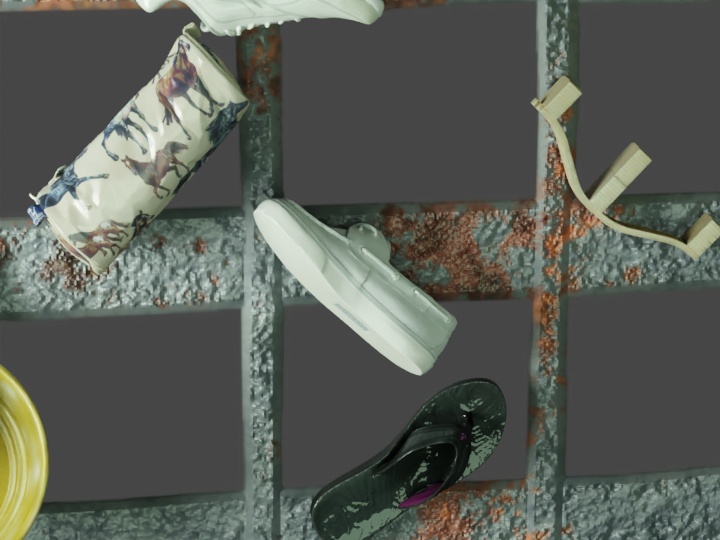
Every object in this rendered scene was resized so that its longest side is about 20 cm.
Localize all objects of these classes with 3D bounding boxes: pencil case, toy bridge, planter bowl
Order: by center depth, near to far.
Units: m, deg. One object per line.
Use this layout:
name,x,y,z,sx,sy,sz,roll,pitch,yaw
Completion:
pencil case,-0.172,-0.097,1.699,0.089,0.078,0.200,44,96,10
planter bowl,-0.353,0.161,1.724,0.200,0.083,0.201,3,74,-13
toy bridge,0.213,-0.076,1.795,0.200,0.027,0.067,41,97,-17

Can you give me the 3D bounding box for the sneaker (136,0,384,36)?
sneaker,-0.081,-0.218,1.680,0.199,0.075,0.081,14,97,-5

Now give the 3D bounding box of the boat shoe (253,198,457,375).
boat shoe,0.000,0.000,1.765,0.200,0.072,0.069,42,74,-11

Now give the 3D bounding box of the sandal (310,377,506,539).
sandal,0.048,0.172,1.829,0.200,0.048,0.075,-40,108,4
